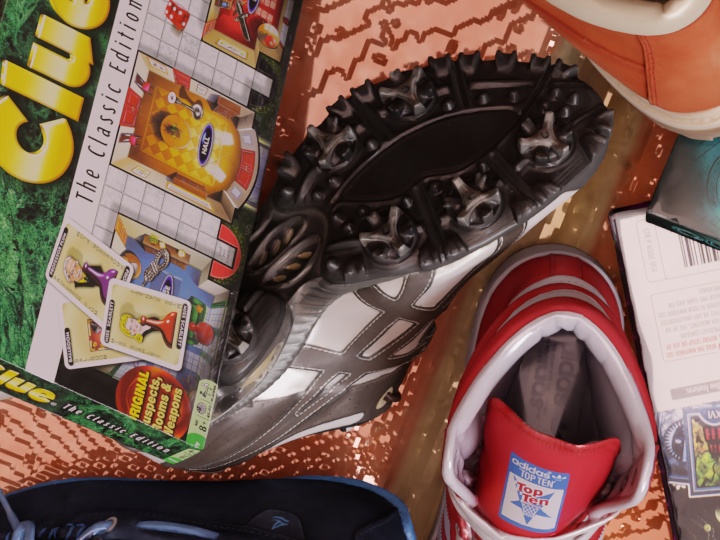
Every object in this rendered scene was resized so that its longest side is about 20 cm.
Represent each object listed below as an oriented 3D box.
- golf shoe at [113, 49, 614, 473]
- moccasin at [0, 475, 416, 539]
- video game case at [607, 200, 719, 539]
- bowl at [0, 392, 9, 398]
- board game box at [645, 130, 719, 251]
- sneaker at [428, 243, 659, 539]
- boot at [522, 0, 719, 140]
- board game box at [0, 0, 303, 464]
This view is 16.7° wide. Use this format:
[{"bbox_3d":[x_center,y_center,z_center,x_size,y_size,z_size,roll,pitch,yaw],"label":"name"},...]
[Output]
[{"bbox_3d":[0.000,0.000,0.836,0.200,0.095,0.078,-30,58,3],"label":"golf shoe"},{"bbox_3d":[-0.082,0.106,0.842,0.200,0.068,0.081,-15,102,17],"label":"moccasin"},{"bbox_3d":[0.200,0.048,0.846,0.200,0.036,0.182,-12,94,5],"label":"video game case"},{"bbox_3d":[-0.153,-0.047,0.824,0.200,0.094,0.201,0,96,4],"label":"bowl"},{"bbox_3d":[0.194,-0.085,0.813,0.135,0.028,0.200,21,87,8],"label":"board game box"},{"bbox_3d":[0.056,0.096,0.821,0.071,0.112,0.200,4,98,1],"label":"sneaker"},{"bbox_3d":[0.051,-0.129,0.785,0.200,0.107,0.075,43,97,23],"label":"boot"},{"bbox_3d":[-0.076,-0.050,0.778,0.105,0.023,0.200,24,61,-27],"label":"board game box"}]
